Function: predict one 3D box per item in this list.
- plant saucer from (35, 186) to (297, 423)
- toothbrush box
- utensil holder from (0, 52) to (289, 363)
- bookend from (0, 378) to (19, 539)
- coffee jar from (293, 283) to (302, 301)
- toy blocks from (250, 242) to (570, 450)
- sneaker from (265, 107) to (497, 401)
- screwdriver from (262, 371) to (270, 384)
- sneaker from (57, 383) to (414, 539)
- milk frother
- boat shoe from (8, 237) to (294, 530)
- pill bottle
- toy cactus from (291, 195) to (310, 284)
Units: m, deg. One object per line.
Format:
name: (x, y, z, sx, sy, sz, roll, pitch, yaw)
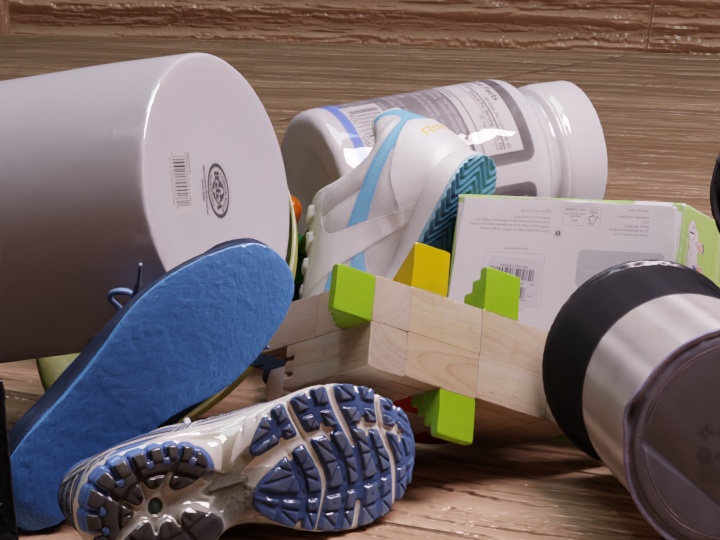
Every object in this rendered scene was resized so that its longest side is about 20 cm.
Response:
plant saucer: (-0.112, 0.013, 1.637, 0.199, 0.201, 0.031, 7, -20, 41)
toothbrush box: (0.158, 0.015, 1.609, 0.145, 0.087, 0.200, 4, -7, 28)
utensil holder: (-0.163, -0.034, 1.565, 0.199, 0.171, 0.170, -7, 7, 28)
bookend: (-0.297, 0.097, 1.394, 0.199, 0.093, 0.199, -8, 10, -20)
coffee jar: (-0.115, 0.001, 1.854, 0.199, 0.105, 0.085, -12, 11, -40)
toy blocks: (0.022, 0.058, 1.504, 0.199, 0.101, 0.136, 18, -22, -34)
sneaker: (0.000, 0.000, 1.614, 0.081, 0.201, 0.076, 37, 8, 29)
screwdriver: (-0.062, 0.061, 1.741, 0.029, 0.028, 0.200, -34, 15, -10)
sneaker: (-0.066, 0.099, 1.393, 0.199, 0.078, 0.085, -8, 7, -30)
milk frother: (0.200, 0.026, 1.387, 0.179, 0.201, 0.188, 0, 10, -9)
boat shoe: (-0.126, 0.050, 1.442, 0.200, 0.084, 0.069, -37, 16, -11)
pill bottle: (0.057, -0.065, 1.798, 0.199, 0.115, 0.114, -11, 13, -25)
toy cactus: (-0.081, 0.017, 1.743, 0.200, 0.103, 0.165, -36, -13, 11)
